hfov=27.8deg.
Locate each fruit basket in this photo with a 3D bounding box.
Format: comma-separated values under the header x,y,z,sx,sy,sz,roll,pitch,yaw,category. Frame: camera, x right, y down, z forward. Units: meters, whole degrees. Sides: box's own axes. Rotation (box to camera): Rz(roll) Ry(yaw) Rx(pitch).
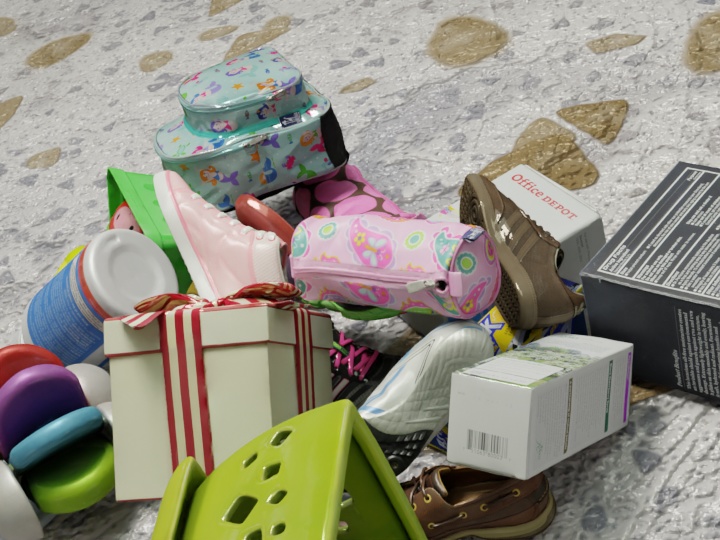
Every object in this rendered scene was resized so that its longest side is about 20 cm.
x,y,z,sx,sy,sz,roll,pitch,yaw,category
-0.274,-0.010,1.657,0.214,0.157,0.216,1,29,-1,fruit basket

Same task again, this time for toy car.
x,y,z,sx,sy,sz,roll,pitch,yaw,category
-0.306,0.148,1.401,0.174,0.151,0.200,-28,36,-21,toy car

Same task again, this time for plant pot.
x,y,z,sx,sy,sz,roll,pitch,yaw,category
-0.061,0.252,1.148,0.180,0.200,0.201,-15,35,17,plant pot

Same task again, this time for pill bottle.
x,y,z,sx,sy,sz,roll,pitch,yaw,category
-0.288,0.050,1.534,0.200,0.112,0.113,-37,20,38,pill bottle

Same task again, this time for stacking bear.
x,y,z,sx,sy,sz,roll,pitch,yaw,category
-0.144,0.039,1.550,0.113,0.122,0.200,33,66,19,stacking bear

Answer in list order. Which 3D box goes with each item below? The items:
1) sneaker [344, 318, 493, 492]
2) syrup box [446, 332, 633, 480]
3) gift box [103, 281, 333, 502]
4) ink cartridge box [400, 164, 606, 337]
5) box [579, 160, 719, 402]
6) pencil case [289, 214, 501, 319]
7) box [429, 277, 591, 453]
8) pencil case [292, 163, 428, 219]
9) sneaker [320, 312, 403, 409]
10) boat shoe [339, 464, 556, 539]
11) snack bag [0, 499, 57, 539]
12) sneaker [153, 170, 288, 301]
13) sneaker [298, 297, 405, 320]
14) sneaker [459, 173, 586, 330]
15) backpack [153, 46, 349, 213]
x,y,z,sx,sy,sz,roll,pitch,yaw,category
0.039,0.122,1.287,0.200,0.072,0.072,-42,6,2,sneaker
0.159,0.112,1.258,0.078,0.082,0.199,9,12,33,syrup box
-0.120,0.107,1.307,0.183,0.189,0.200,-6,-8,14,gift box
0.137,-0.009,1.502,0.199,0.085,0.144,-31,38,-15,ink cartridge box
0.342,0.012,1.344,0.197,0.124,0.200,16,45,38,box
0.029,-0.005,1.320,0.199,0.088,0.088,7,42,37,pencil case
0.136,0.087,1.383,0.064,0.070,0.200,22,51,41,box
-0.001,-0.060,1.638,0.094,0.091,0.200,-53,39,4,pencil case
-0.027,0.090,1.440,0.199,0.088,0.074,6,41,31,sneaker
0.067,0.199,1.264,0.198,0.068,0.072,-11,35,11,boat shoe
-0.350,0.203,1.493,0.188,0.022,0.200,14,43,37,snack bag
-0.134,-0.029,1.484,0.104,0.075,0.201,-26,69,-2,sneaker
0.000,0.000,1.429,0.076,0.085,0.199,-19,18,-41,sneaker
0.153,-0.017,1.402,0.075,0.071,0.201,-2,45,-17,sneaker
-0.134,-0.153,1.642,0.199,0.151,0.178,-28,29,-7,backpack
